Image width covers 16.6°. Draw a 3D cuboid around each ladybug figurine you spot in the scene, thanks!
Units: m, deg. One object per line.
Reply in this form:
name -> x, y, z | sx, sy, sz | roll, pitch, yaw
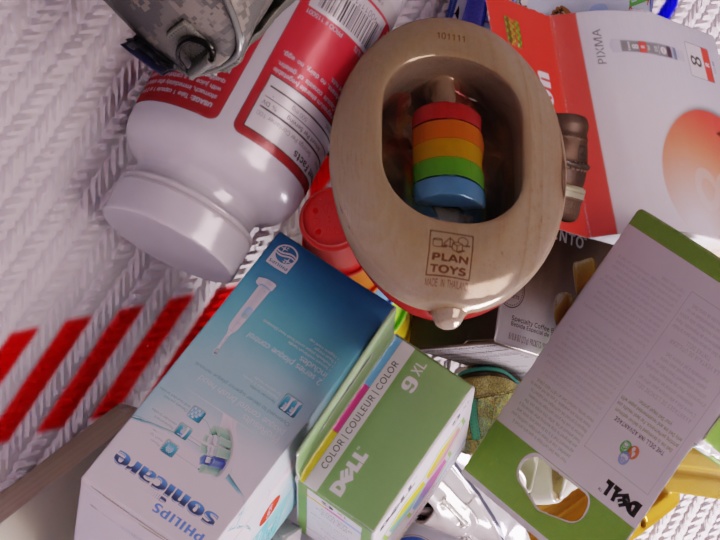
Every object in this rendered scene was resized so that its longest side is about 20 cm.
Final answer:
ladybug figurine -> 0.046, -0.050, 1.394 | 0.072, 0.135, 0.201 | 107, -10, -56

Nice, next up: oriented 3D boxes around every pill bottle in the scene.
pill bottle -> -0.065, -0.099, 1.430 | 0.112, 0.112, 0.201 | 44, 68, -46

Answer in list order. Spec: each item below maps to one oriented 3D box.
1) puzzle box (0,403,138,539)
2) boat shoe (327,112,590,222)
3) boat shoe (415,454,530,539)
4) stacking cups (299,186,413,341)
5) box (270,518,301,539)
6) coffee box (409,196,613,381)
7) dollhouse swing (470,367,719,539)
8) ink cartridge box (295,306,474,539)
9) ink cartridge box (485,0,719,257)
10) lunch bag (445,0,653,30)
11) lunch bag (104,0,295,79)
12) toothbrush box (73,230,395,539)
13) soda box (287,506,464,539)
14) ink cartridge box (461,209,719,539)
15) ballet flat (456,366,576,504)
puzzle box -> -0.157, 0.197, 1.479 | 0.133, 0.025, 0.201 | -38, 127, -38
boat shoe -> 0.059, -0.086, 1.507 | 0.075, 0.202, 0.075 | 7, 98, -53
boat shoe -> 0.056, 0.147, 1.684 | 0.066, 0.072, 0.200 | -35, 138, -2
stacking cups -> 0.000, 0.000, 1.508 | 0.061, 0.060, 0.200 | -62, 167, -15
box -> -0.071, 0.240, 1.538 | 0.039, 0.041, 0.201 | -28, 133, -46
coffee box -> 0.133, 0.015, 1.613 | 0.199, 0.079, 0.115 | 19, 73, -41
dollhouse swing -> 0.204, 0.112, 1.760 | 0.181, 0.175, 0.201 | -30, 123, -41
ink cartridge box -> 0.014, 0.104, 1.434 | 0.104, 0.059, 0.200 | -54, 170, -15
ink cartridge box -> 0.170, -0.096, 1.589 | 0.199, 0.050, 0.163 | 15, 59, -47
lunch bag -> 0.113, -0.143, 1.655 | 0.160, 0.075, 0.201 | 14, 91, -47
lunch bag -> -0.073, -0.219, 1.327 | 0.168, 0.139, 0.200 | 50, 57, -10
toothbrush box -> -0.076, 0.102, 1.415 | 0.200, 0.085, 0.147 | -51, 168, -31
soda box -> 0.019, 0.194, 1.548 | 0.064, 0.199, 0.068 | -58, 137, -20
ink cartridge box -> 0.175, 0.086, 1.505 | 0.076, 0.148, 0.200 | 33, 93, -43
ballet flat -> 0.114, 0.121, 1.649 | 0.200, 0.070, 0.071 | 33, 76, -56
